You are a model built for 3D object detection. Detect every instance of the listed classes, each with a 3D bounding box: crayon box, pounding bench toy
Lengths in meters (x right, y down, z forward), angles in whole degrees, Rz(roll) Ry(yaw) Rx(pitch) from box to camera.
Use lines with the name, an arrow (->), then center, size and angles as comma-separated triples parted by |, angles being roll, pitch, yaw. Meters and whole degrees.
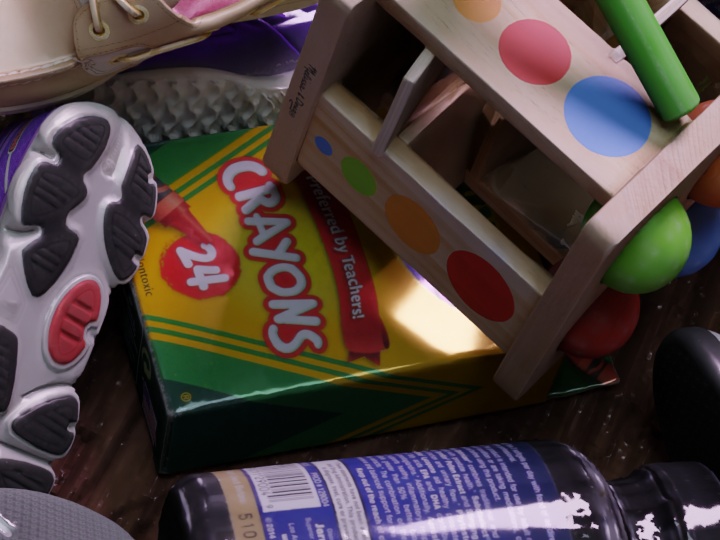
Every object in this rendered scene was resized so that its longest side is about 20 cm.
crayon box -> 0.000, 0.000, 0.958 | 0.198, 0.051, 0.128 | -10, 59, -17
pounding bench toy -> 0.077, -0.071, 0.861 | 0.156, 0.200, 0.124 | 43, 60, 11

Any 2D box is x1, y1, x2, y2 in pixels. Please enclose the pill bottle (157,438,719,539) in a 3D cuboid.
pill bottle -> 0.032, 0.120, 0.847 | 0.198, 0.112, 0.113 | -5, 57, -13

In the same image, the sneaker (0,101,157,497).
sneaker -> -0.147, 0.028, 0.904 | 0.081, 0.083, 0.201 | 40, 67, -33

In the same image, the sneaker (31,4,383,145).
sneaker -> -0.052, -0.096, 1.008 | 0.199, 0.070, 0.100 | -11, 52, -22

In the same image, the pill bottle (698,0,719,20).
pill bottle -> 0.189, -0.100, 0.985 | 0.110, 0.111, 0.202 | -20, 94, -22

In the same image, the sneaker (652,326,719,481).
sneaker -> 0.206, 0.094, 0.925 | 0.107, 0.067, 0.202 | -23, 67, -25

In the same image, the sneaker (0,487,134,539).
sneaker -> -0.160, 0.137, 0.831 | 0.199, 0.081, 0.070 | -17, 53, -42

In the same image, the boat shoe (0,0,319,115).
boat shoe -> -0.087, -0.117, 0.903 | 0.199, 0.069, 0.074 | -22, 86, -17
